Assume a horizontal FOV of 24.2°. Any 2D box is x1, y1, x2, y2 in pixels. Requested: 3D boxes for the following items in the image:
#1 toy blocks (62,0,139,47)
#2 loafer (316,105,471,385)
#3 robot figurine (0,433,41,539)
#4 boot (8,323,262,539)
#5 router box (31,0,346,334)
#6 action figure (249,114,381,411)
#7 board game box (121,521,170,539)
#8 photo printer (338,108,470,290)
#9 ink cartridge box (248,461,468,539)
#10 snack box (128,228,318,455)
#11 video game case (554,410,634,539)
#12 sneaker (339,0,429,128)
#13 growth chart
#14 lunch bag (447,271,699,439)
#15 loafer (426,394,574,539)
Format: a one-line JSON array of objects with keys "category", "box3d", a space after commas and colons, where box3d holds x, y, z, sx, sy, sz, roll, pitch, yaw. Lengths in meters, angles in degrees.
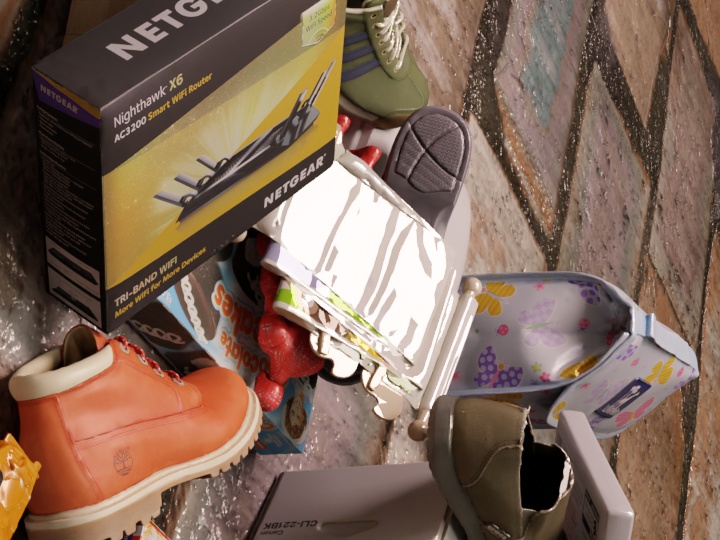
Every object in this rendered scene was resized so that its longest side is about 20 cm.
[{"category": "toy blocks", "box3d": [-0.115, -0.155, 0.996, 0.137, 0.099, 0.202, 50, 45, -65]}, {"category": "loafer", "box3d": [0.021, -0.013, 1.145, 0.063, 0.071, 0.201, 139, -25, -82]}, {"category": "robot figurine", "box3d": [-0.216, 0.133, 0.753, 0.146, 0.058, 0.201, 65, 31, -35]}, {"category": "boot", "box3d": [-0.123, 0.074, 0.946, 0.200, 0.074, 0.108, -29, 107, -61]}, {"category": "router box", "box3d": [-0.089, -0.082, 0.924, 0.200, 0.052, 0.158, -40, 150, -36]}, {"category": "action figure", "box3d": [-0.037, -0.001, 1.077, 0.065, 0.051, 0.201, 46, 48, -45]}, {"category": "board game box", "box3d": [-0.110, 0.255, 0.962, 0.200, 0.046, 0.152, 56, 38, -45]}, {"category": "photo printer", "box3d": [0.022, -0.044, 1.267, 0.201, 0.069, 0.167, 62, 34, -38]}, {"category": "ink cartridge box", "box3d": [0.028, 0.230, 1.141, 0.084, 0.143, 0.201, -67, 143, -48]}, {"category": "snack box", "box3d": [-0.083, 0.021, 1.074, 0.200, 0.037, 0.117, 53, 40, -48]}, {"category": "video game case", "box3d": [0.151, 0.216, 1.176, 0.200, 0.023, 0.184, -100, -163, -76]}, {"category": "sneaker", "box3d": [-0.001, -0.168, 1.126, 0.200, 0.089, 0.068, 34, 47, -37]}, {"category": "growth chart", "box3d": [0.000, 0.000, 1.061, 0.200, 0.018, 0.145, 46, 54, -19]}, {"category": "lunch bag", "box3d": [0.164, 0.072, 1.392, 0.169, 0.198, 0.128, 28, 60, -61]}, {"category": "loafer", "box3d": [0.103, 0.152, 1.068, 0.200, 0.069, 0.076, 58, 33, -44]}]
